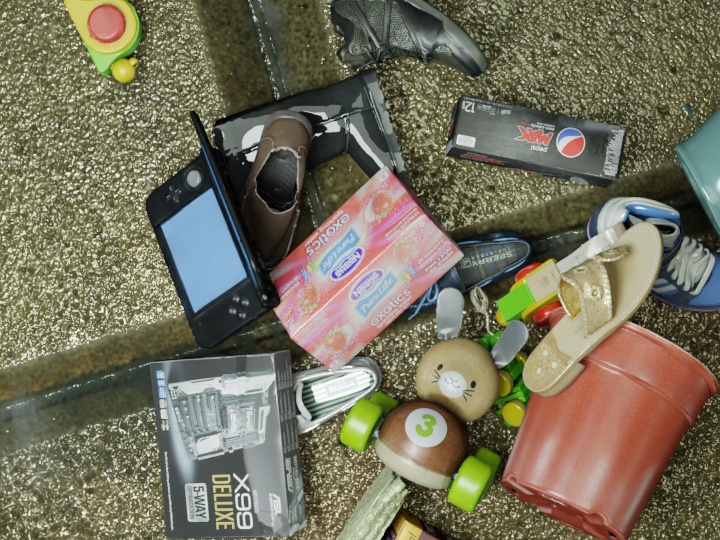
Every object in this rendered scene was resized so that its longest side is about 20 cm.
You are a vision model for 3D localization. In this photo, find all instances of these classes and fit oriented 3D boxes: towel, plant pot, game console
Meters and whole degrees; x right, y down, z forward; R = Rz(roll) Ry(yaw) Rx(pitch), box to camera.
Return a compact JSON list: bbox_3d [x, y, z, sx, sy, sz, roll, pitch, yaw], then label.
[{"bbox_3d":[-0.009,0.301,1.435,0.036,0.148,0.201,33,89,2],"label":"towel"},{"bbox_3d":[0.466,-0.122,1.461,0.187,0.200,0.202,-28,88,12],"label":"plant pot"},{"bbox_3d":[0.256,0.174,1.408,0.199,0.201,0.197,28,77,0],"label":"plant pot"},{"bbox_3d":[-0.174,-0.039,1.409,0.175,0.116,0.202,-32,70,27],"label":"game console"}]

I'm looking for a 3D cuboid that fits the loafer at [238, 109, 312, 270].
[{"bbox_3d":[-0.102,-0.079,1.449,0.072,0.071,0.202,10,124,-2],"label":"loafer"}]

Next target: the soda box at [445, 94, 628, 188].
[{"bbox_3d":[0.201,-0.148,1.502,0.197,0.071,0.064,12,85,-2],"label":"soda box"}]

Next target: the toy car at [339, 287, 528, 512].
[{"bbox_3d":[0.099,0.130,1.418,0.163,0.158,0.202,27,95,12],"label":"toy car"}]

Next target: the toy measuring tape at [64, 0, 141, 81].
[{"bbox_3d":[-0.302,-0.311,1.488,0.073,0.074,0.202,-27,89,-3],"label":"toy measuring tape"}]

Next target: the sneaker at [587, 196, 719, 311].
[{"bbox_3d":[0.351,-0.016,1.463,0.199,0.146,0.081,29,86,0],"label":"sneaker"}]

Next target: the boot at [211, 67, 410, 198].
[{"bbox_3d":[-0.055,-0.124,1.495,0.198,0.066,0.167,-19,91,-2],"label":"boot"}]

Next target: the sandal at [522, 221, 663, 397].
[{"bbox_3d":[0.226,0.032,1.329,0.069,0.078,0.213,27,102,-38],"label":"sandal"}]

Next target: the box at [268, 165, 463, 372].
[{"bbox_3d":[0.000,0.000,1.440,0.200,0.095,0.103,-42,46,7],"label":"box"}]

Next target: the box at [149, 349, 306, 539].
[{"bbox_3d":[-0.147,0.194,1.449,0.156,0.050,0.203,-4,91,22],"label":"box"}]

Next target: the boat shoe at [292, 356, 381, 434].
[{"bbox_3d":[-0.071,0.147,1.477,0.198,0.067,0.074,-27,88,-1],"label":"boat shoe"}]

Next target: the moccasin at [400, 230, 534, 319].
[{"bbox_3d":[0.103,-0.006,1.493,0.198,0.068,0.081,-24,88,-3],"label":"moccasin"}]

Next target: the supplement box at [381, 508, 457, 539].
[{"bbox_3d":[0.085,0.401,1.437,0.198,0.133,0.199,28,86,-1],"label":"supplement box"}]

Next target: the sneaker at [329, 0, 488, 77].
[{"bbox_3d":[0.047,-0.260,1.503,0.198,0.076,0.115,33,88,3],"label":"sneaker"}]

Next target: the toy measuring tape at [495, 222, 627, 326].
[{"bbox_3d":[0.233,0.008,1.470,0.199,0.073,0.074,-37,88,32],"label":"toy measuring tape"}]

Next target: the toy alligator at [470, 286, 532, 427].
[{"bbox_3d":[0.157,0.113,1.491,0.054,0.059,0.202,-21,101,39],"label":"toy alligator"}]
